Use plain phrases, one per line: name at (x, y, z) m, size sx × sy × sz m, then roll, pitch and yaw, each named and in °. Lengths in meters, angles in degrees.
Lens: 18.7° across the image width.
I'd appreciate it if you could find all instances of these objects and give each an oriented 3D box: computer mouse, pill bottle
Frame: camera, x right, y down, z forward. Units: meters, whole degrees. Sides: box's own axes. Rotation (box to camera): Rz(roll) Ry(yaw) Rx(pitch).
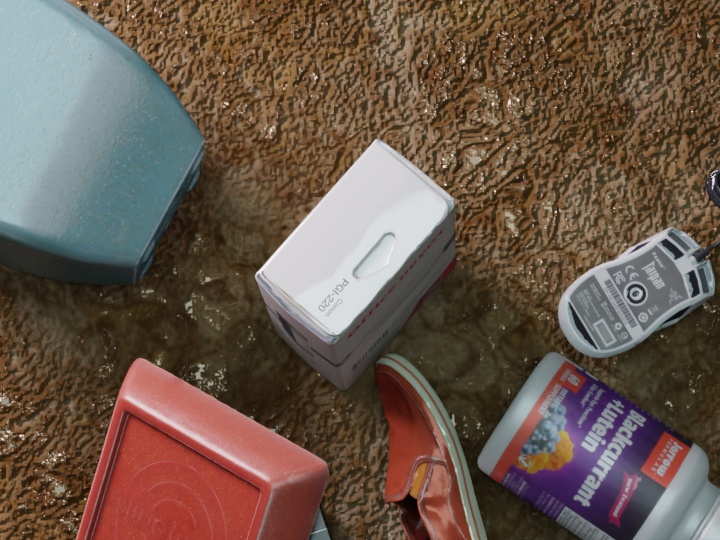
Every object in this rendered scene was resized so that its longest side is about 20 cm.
computer mouse at (0.245, 0.004, 1.769) m, size 0.199 × 0.044 × 0.110 m, roll -28°, pitch 84°, yaw -11°
pill bottle at (0.201, 0.161, 1.700) m, size 0.200 × 0.111 × 0.112 m, roll 33°, pitch 81°, yaw 7°

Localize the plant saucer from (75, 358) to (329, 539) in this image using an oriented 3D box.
plant saucer at (-0.134, 0.194, 1.610) m, size 0.199 × 0.037 × 0.201 m, roll 26°, pitch 106°, yaw 32°

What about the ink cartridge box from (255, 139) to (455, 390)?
ink cartridge box at (0.000, 0.000, 1.692) m, size 0.085 × 0.200 × 0.146 m, roll 40°, pitch 81°, yaw 9°

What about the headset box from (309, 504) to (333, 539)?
headset box at (-0.038, 0.272, 1.662) m, size 0.077 × 0.149 × 0.201 m, roll -17°, pitch 79°, yaw -3°

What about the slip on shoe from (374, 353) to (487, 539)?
slip on shoe at (0.047, 0.162, 1.720) m, size 0.061 × 0.074 × 0.201 m, roll -15°, pitch 83°, yaw -19°

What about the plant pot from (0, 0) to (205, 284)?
plant pot at (-0.235, -0.089, 1.727) m, size 0.199 × 0.196 × 0.196 m, roll 29°, pitch 80°, yaw -1°
